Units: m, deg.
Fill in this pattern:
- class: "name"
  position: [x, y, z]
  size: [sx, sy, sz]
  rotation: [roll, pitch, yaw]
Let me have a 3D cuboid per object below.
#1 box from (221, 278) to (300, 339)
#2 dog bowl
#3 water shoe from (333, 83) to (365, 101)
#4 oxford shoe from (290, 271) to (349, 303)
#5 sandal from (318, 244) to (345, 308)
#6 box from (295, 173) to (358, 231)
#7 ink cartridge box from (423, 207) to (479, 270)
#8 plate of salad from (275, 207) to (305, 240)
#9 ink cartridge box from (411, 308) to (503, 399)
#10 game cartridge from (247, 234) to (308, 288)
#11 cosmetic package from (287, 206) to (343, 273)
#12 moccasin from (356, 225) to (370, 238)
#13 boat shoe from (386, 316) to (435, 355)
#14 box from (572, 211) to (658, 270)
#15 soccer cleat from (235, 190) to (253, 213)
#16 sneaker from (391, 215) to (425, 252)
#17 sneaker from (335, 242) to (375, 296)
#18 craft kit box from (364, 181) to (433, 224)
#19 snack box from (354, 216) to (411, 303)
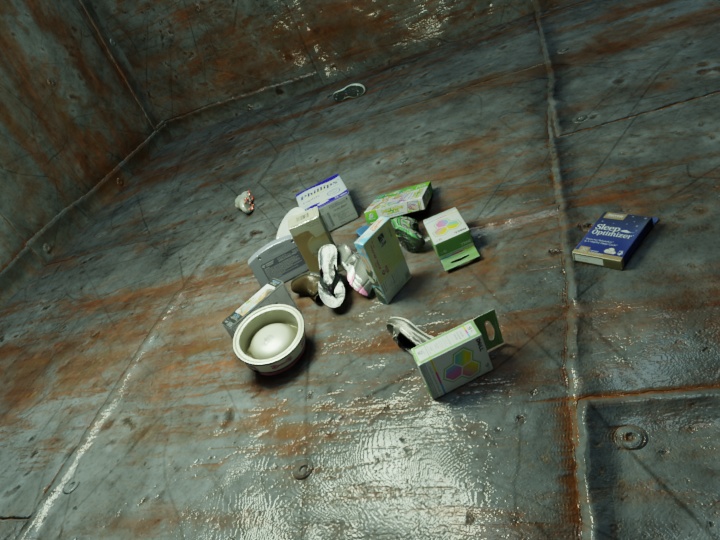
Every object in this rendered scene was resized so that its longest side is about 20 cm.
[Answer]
- class: "box"
  position: [-0.277, 0.132, 1.616]
  size: [0.200, 0.118, 0.060]
  rotation: [-43, 33, -23]
- class: "dog bowl"
  position: [-0.232, 0.187, 1.509]
  size: [0.196, 0.075, 0.202]
  rotation: [-9, 44, 8]
- class: "water shoe"
  position: [-0.057, -0.975, 3.095]
  size: [0.197, 0.072, 0.079]
  rotation: [-6, 35, 29]
- class: "oxford shoe"
  position: [-0.132, 0.053, 1.665]
  size: [0.197, 0.073, 0.085]
  rotation: [-3, 42, 34]
- class: "sandal"
  position: [-0.090, 0.013, 1.603]
  size: [0.074, 0.048, 0.204]
  rotation: [-17, 61, 9]
- class: "box"
  position: [-0.123, -0.230, 2.034]
  size: [0.181, 0.106, 0.201]
  rotation: [-26, 31, -1]
- class: "ink cartridge box"
  position: [0.250, -0.092, 1.591]
  size: [0.102, 0.060, 0.201]
  rotation: [-22, 32, 6]
- class: "plate of salad"
  position: [-0.225, -0.113, 1.931]
  size: [0.199, 0.047, 0.204]
  rotation: [-22, 61, 46]
- class: "ink cartridge box"
  position: [0.216, 0.176, 1.203]
  size: [0.197, 0.105, 0.060]
  rotation: [-26, 32, -1]
- class: "game cartridge"
  position: [-0.248, -0.033, 1.813]
  size: [0.197, 0.134, 0.041]
  rotation: [-27, 32, -2]
- class: "cosmetic package"
  position: [-0.134, -0.079, 1.733]
  size: [0.104, 0.202, 0.071]
  rotation: [-23, 32, 5]
- class: "moccasin"
  position: [0.048, -0.071, 1.720]
  size: [0.079, 0.069, 0.201]
  rotation: [-20, 33, -5]
- class: "boat shoe"
  position: [0.116, 0.164, 1.329]
  size: [0.057, 0.068, 0.199]
  rotation: [-36, 36, -25]
- class: "box"
  position: [0.609, -0.084, 1.365]
  size: [0.200, 0.033, 0.120]
  rotation: [-43, 35, -26]
- class: "soccer cleat"
  position: [-0.495, -0.279, 2.419]
  size: [0.077, 0.070, 0.201]
  rotation: [-28, 24, 5]
- class: "sneaker"
  position: [0.144, -0.122, 1.711]
  size: [0.084, 0.079, 0.200]
  rotation: [-29, 31, -7]
- class: "sneaker"
  position: [0.000, 0.000, 1.643]
  size: [0.080, 0.086, 0.201]
  rotation: [-43, 53, 10]
- class: "craft kit box"
  position: [0.128, -0.221, 1.853]
  size: [0.194, 0.049, 0.200]
  rotation: [-10, 20, 19]
- class: "snack box"
  position: [0.062, -0.026, 1.512]
  size: [0.037, 0.202, 0.116]
  rotation: [13, 48, 43]
